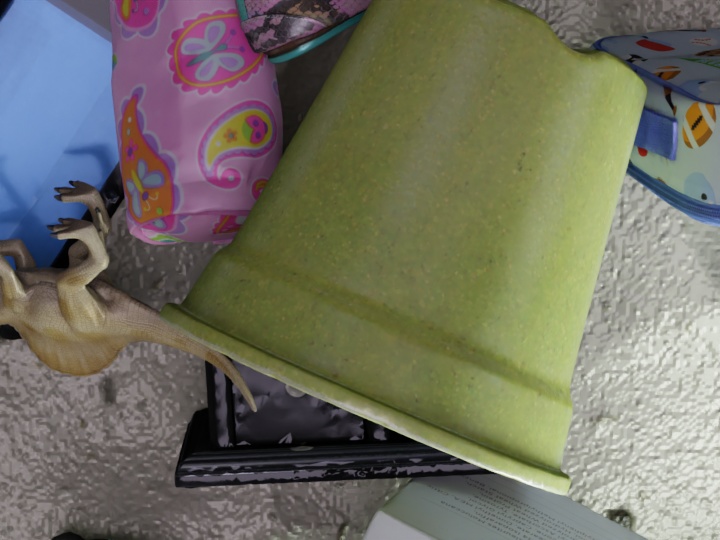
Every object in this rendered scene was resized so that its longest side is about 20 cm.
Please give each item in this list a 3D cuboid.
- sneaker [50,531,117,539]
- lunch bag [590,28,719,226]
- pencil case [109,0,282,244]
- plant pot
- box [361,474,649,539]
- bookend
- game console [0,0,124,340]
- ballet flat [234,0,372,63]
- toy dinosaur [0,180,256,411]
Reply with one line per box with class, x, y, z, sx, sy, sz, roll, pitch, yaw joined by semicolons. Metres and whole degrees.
sneaker;-0.133;0.244;1.088;0.079;0.075;0.202;-1;104;-3
lunch bag;0.195;-0.071;0.957;0.159;0.200;0.076;-5;106;-13
pencil case;-0.082;-0.115;0.970;0.087;0.087;0.202;-7;82;1
plant pot;0.035;-0.024;0.888;0.199;0.200;0.185;23;89;-6
box;0.079;0.230;1.023;0.199;0.131;0.200;26;108;12
bookend;0.000;0.000;1.023;0.197;0.092;0.202;-2;102;0
game console;-0.201;-0.076;0.995;0.116;0.176;0.201;38;101;20
ballet flat;0.020;-0.163;0.957;0.199;0.069;0.072;-26;104;-31
toy dinosaur;-0.140;0.012;1.003;0.198;0.058;0.102;5;120;18
